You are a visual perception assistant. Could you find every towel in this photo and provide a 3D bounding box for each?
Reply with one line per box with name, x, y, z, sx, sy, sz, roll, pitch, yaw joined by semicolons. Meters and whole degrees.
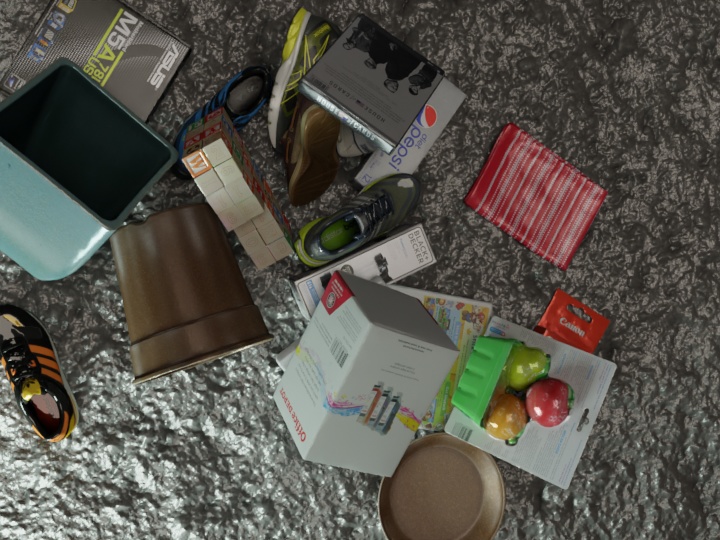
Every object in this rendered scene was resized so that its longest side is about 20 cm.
towel;0.268;-0.113;1.395;0.198;0.022;0.146;32;87;-9

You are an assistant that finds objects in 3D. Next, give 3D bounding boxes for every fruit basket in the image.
fruit basket;0.240;0.183;1.306;0.197;0.094;0.188;21;83;24

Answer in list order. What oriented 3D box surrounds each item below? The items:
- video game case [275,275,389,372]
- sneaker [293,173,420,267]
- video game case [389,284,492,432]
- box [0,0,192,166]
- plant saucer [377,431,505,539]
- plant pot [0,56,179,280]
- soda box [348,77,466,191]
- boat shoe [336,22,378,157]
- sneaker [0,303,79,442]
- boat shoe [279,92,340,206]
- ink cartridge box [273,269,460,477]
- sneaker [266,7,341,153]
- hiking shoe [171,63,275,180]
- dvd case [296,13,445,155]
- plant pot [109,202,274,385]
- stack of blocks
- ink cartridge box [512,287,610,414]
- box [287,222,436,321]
video game case;0.006;0.132;1.286;0.181;0.024;0.201;-38;122;0
sneaker;0.006;-0.068;1.253;0.199;0.081;0.075;-36;101;-14
video game case;0.095;0.133;1.371;0.178;0.023;0.204;10;89;-10
box;-0.363;-0.277;1.267;0.191;0.047;0.202;33;87;-7
plant saucer;0.119;0.340;1.372;0.196;0.037;0.205;0;91;-10
plant pot;-0.390;-0.107;1.181;0.196;0.197;0.200;39;128;-11
soda box;0.067;-0.191;1.336;0.068;0.063;0.202;35;85;-10
boat shoe;-0.014;-0.258;1.316;0.069;0.070;0.204;-13;73;32
sneaker;-0.443;0.138;1.240;0.069;0.090;0.203;-26;96;-8
boat shoe;-0.075;-0.171;1.267;0.071;0.201;0.073;-21;62;-20
ink cartridge box;0.002;0.135;1.185;0.143;0.146;0.202;19;108;-30
sneaker;-0.079;-0.260;1.290;0.083;0.075;0.204;14;100;-3
hiking shoe;-0.197;-0.212;1.277;0.074;0.087;0.201;39;84;-8
dvd case;0.019;-0.254;1.230;0.149;0.025;0.201;35;47;-2
plant pot;-0.236;0.027;1.232;0.197;0.200;0.202;-17;87;-9
stack of blocks;-0.161;-0.102;1.233;0.058;0.116;0.202;-25;120;7
ink cartridge box;0.301;0.142;1.392;0.108;0.050;0.202;29;87;-9
box;0.000;0.000;1.303;0.197;0.117;0.061;-26;95;-9
